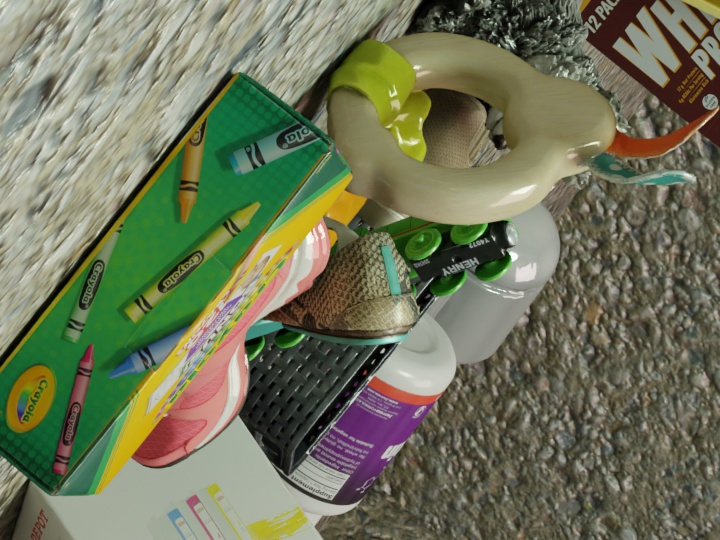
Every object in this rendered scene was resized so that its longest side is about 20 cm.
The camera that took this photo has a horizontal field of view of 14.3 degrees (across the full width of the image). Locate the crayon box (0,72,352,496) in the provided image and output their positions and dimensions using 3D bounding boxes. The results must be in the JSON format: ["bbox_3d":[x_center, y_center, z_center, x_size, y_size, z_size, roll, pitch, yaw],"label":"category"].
[{"bbox_3d":[-0.089,0.010,1.316,0.200,0.058,0.119,-52,174,-1],"label":"crayon box"}]

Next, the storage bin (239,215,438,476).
[{"bbox_3d":[-0.016,0.016,1.772,0.200,0.094,0.135,-50,174,-11],"label":"storage bin"}]

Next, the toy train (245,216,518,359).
[{"bbox_3d":[0.000,0.000,1.592,0.200,0.042,0.056,-19,-145,25],"label":"toy train"}]

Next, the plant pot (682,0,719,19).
[{"bbox_3d":[0.320,-0.292,2.024,0.194,0.195,0.200,-56,-166,37],"label":"plant pot"}]

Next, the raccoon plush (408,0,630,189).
[{"bbox_3d":[0.124,-0.146,1.635,0.200,0.134,0.097,-50,174,-15],"label":"raccoon plush"}]

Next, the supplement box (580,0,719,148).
[{"bbox_3d":[0.279,-0.200,2.194,0.133,0.200,0.197,-53,174,20],"label":"supplement box"}]

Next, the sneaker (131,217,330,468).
[{"bbox_3d":[-0.095,0.030,1.455,0.087,0.074,0.200,-21,152,-45],"label":"sneaker"}]

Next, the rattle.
[{"bbox_3d":[0.076,-0.040,1.514,0.130,0.200,0.143,-100,-163,-59],"label":"rattle"}]

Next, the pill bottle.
[{"bbox_3d":[-0.018,0.115,2.273,0.200,0.112,0.112,-54,174,28],"label":"pill bottle"}]

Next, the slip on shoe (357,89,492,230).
[{"bbox_3d":[0.043,-0.083,1.684,0.061,0.076,0.200,-46,-179,30],"label":"slip on shoe"}]

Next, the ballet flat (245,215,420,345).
[{"bbox_3d":[-0.041,0.004,1.512,0.068,0.075,0.200,-9,-178,-37],"label":"ballet flat"}]

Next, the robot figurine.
[{"bbox_3d":[0.096,0.001,2.453,0.170,0.113,0.200,-38,167,-51],"label":"robot figurine"}]

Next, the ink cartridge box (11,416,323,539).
[{"bbox_3d":[-0.104,0.170,1.618,0.125,0.200,0.129,-29,165,-24],"label":"ink cartridge box"}]
